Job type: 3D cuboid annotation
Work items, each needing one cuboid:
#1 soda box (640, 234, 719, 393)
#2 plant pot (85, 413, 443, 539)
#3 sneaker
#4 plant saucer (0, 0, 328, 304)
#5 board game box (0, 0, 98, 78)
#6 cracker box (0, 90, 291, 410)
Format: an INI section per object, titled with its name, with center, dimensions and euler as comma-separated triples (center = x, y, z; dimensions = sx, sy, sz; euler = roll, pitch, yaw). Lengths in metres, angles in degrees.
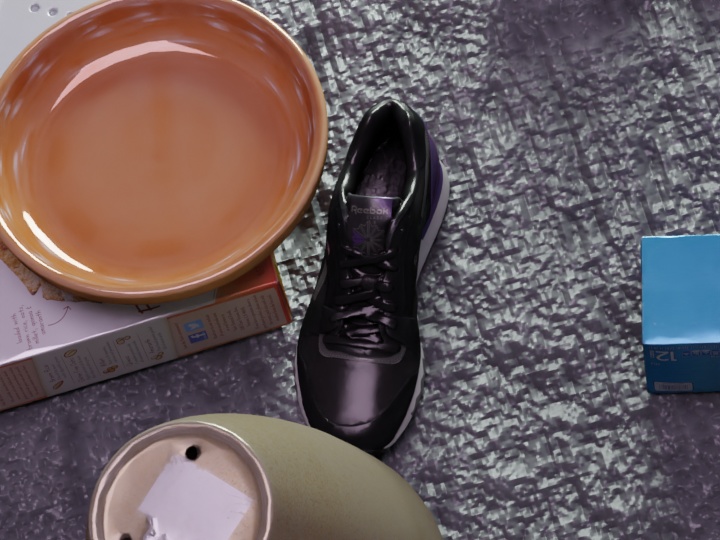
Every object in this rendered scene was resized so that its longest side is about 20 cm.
[soda box]
center = 0.252, 0.021, 1.593
dimensions = 0.199, 0.064, 0.068
euler = -2, 62, 7
[plant pot]
center = -0.062, 0.146, 1.483
dimensions = 0.186, 0.200, 0.188
euler = -4, 70, 12
[sneaker]
center = 0.000, 0.000, 1.627
dimensions = 0.075, 0.088, 0.201
euler = 4, 64, 10
[plant saucer]
center = -0.115, -0.066, 1.642
dimensions = 0.199, 0.038, 0.201
euler = -4, 60, 7
[board game box]
center = -0.239, -0.162, 1.780
dimensions = 0.199, 0.026, 0.200
euler = -28, 63, -6
[cracker box]
center = -0.152, -0.009, 1.671
dimensions = 0.199, 0.058, 0.134
euler = -17, 61, 0
